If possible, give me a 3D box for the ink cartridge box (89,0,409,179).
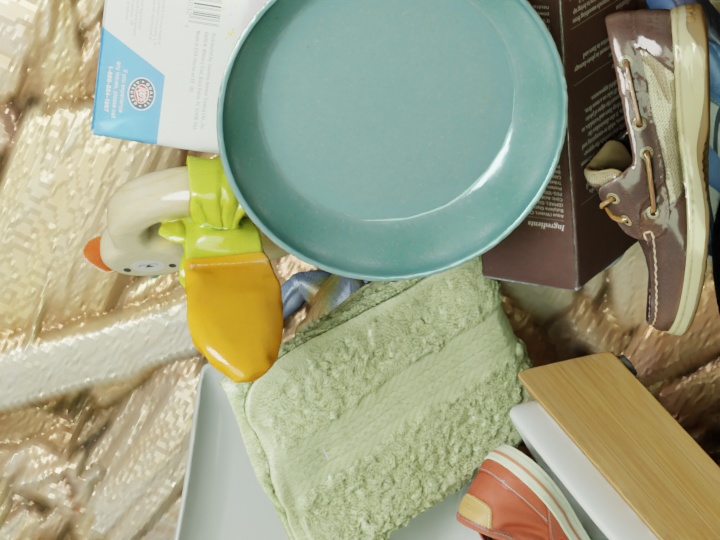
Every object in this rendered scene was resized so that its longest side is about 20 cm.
[{"bbox_3d":[-0.048,-0.144,1.550,0.199,0.125,0.129,10,114,-1],"label":"ink cartridge box"}]

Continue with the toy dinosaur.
[{"bbox_3d":[0.000,0.000,1.656,0.181,0.105,0.200,-27,142,5],"label":"toy dinosaur"}]

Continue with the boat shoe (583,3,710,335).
[{"bbox_3d":[0.166,-0.058,1.526,0.072,0.072,0.201,-1,115,3],"label":"boat shoe"}]

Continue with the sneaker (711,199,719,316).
[{"bbox_3d":[0.255,-0.037,1.531,0.082,0.072,0.201,4,121,0],"label":"sneaker"}]

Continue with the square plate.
[{"bbox_3d":[-0.019,0.172,1.608,0.199,0.028,0.199,12,75,-10],"label":"square plate"}]

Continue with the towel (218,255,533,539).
[{"bbox_3d":[0.020,0.081,1.581,0.200,0.036,0.149,-32,109,-23],"label":"towel"}]

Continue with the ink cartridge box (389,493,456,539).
[{"bbox_3d":[0.023,0.243,1.673,0.146,0.086,0.200,43,72,-13],"label":"ink cartridge box"}]

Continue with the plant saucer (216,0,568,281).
[{"bbox_3d":[0.017,-0.092,1.481,0.199,0.036,0.201,-2,115,-5],"label":"plant saucer"}]

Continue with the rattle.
[{"bbox_3d":[-0.103,0.018,1.570,0.200,0.130,0.143,-27,76,47],"label":"rattle"}]

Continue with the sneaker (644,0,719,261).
[{"bbox_3d":[0.205,-0.089,1.583,0.082,0.074,0.200,-20,109,14],"label":"sneaker"}]

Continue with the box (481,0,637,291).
[{"bbox_3d":[0.118,-0.100,1.562,0.075,0.100,0.201,7,115,32],"label":"box"}]

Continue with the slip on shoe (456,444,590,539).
[{"bbox_3d":[0.119,0.192,1.619,0.061,0.074,0.200,-45,125,-15],"label":"slip on shoe"}]

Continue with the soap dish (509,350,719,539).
[{"bbox_3d":[0.185,0.150,1.570,0.081,0.200,0.157,-37,137,-3],"label":"soap dish"}]
